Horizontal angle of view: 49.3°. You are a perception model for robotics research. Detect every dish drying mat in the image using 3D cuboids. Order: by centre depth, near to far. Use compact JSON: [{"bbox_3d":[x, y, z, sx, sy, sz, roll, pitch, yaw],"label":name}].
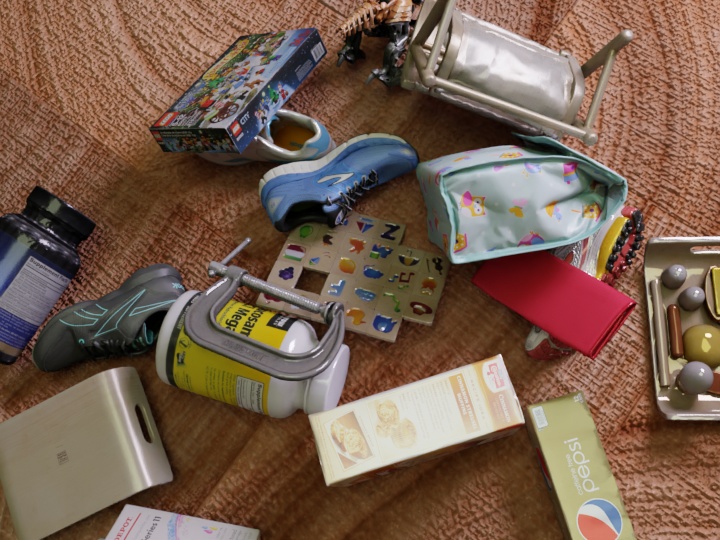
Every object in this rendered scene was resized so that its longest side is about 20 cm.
[{"bbox_3d":[0.203,0.023,0.857,0.077,0.018,0.200,-54,37,1],"label":"dish drying mat"}]

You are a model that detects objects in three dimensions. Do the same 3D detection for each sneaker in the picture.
[{"bbox_3d":[0.243,0.012,0.895,0.082,0.078,0.201,27,82,41],"label":"sneaker"},{"bbox_3d":[-0.295,0.069,0.931,0.199,0.076,0.079,-32,61,-3],"label":"sneaker"},{"bbox_3d":[-0.021,-0.096,0.943,0.199,0.079,0.090,-21,60,7],"label":"sneaker"},{"bbox_3d":[-0.131,-0.173,0.983,0.198,0.081,0.077,7,76,11],"label":"sneaker"}]

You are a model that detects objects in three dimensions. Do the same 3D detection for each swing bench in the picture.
[{"bbox_3d":[0.160,-0.230,0.885,0.197,0.200,0.131,18,96,-9],"label":"swing bench"}]

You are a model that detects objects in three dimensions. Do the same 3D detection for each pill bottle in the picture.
[{"bbox_3d":[-0.118,0.099,0.885,0.198,0.113,0.113,15,76,11],"label":"pill bottle"},{"bbox_3d":[-0.413,0.003,0.952,0.111,0.112,0.201,29,79,14],"label":"pill bottle"}]

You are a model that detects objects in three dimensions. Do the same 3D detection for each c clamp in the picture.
[{"bbox_3d":[-0.098,0.038,0.850,0.199,0.027,0.171,24,44,22],"label":"c clamp"}]

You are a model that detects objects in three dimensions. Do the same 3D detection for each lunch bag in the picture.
[{"bbox_3d":[0.174,-0.087,0.866,0.198,0.170,0.123,-12,102,0],"label":"lunch bag"}]

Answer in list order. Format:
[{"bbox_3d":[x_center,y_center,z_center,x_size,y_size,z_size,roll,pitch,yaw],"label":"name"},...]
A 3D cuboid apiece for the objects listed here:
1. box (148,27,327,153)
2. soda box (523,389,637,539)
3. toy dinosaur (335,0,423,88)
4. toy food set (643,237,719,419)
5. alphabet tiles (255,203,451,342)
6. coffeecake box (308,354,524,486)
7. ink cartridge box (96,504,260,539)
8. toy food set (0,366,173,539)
[{"bbox_3d":[-0.147,-0.220,0.957,0.136,0.038,0.201,7,50,36],"label":"box"},{"bbox_3d":[0.233,0.234,0.824,0.063,0.068,0.202,-16,72,2],"label":"soda box"},{"bbox_3d":[0.027,-0.310,0.970,0.199,0.136,0.102,-10,47,-39],"label":"toy dinosaur"},{"bbox_3d":[0.393,0.061,0.850,0.142,0.060,0.202,-1,74,7],"label":"toy food set"},{"bbox_3d":[0.000,0.000,0.921,0.198,0.008,0.168,14,53,11],"label":"alphabet tiles"},{"bbox_3d":[0.061,0.162,0.822,0.198,0.154,0.074,-18,73,2],"label":"coffeecake box"},{"bbox_3d":[-0.216,0.320,0.828,0.198,0.068,0.117,7,30,9],"label":"ink cartridge box"},{"bbox_3d":[-0.329,0.218,0.913,0.199,0.060,0.144,-27,73,7],"label":"toy food set"}]
